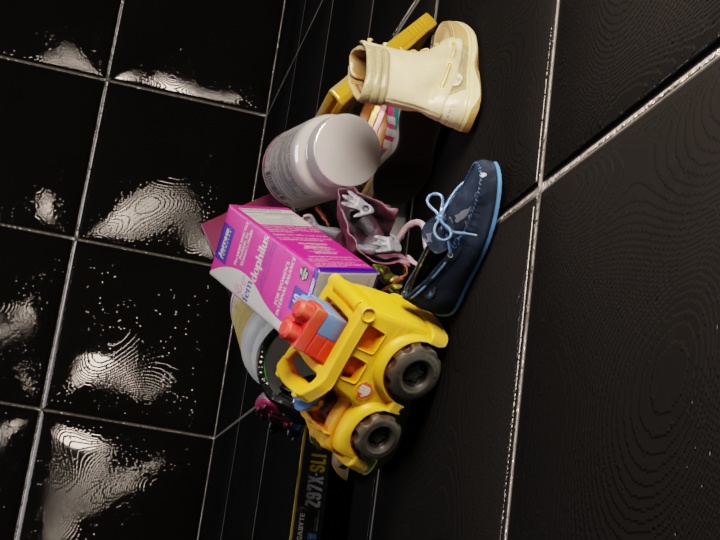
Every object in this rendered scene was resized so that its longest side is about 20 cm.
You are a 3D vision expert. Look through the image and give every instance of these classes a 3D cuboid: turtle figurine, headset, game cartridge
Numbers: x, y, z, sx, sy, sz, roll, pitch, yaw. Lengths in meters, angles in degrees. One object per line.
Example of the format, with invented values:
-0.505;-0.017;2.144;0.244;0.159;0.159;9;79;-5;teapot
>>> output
0.000;0.000;1.726;0.200;0.064;0.162;34;127;37;turtle figurine
-0.052;0.156;1.561;0.201;0.123;0.094;60;168;7;headset
0.014;-0.273;1.785;0.200;0.032;0.176;-40;-3;-21;game cartridge

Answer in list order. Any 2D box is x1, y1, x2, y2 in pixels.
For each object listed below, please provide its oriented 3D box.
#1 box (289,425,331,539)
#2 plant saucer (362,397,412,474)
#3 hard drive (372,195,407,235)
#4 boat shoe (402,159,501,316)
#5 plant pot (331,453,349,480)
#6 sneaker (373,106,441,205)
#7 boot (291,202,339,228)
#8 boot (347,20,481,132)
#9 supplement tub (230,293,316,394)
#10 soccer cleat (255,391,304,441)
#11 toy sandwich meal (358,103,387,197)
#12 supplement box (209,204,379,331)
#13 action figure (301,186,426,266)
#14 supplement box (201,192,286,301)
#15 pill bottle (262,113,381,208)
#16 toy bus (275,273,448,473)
-0.069;0.322;1.783;0.160;0.049;0.202;97;180;-73;box
0.034;0.162;1.560;0.200;0.031;0.202;-168;90;-80;plant saucer
0.029;-0.063;1.802;0.200;0.026;0.133;122;156;-61;hard drive
0.097;-0.030;1.333;0.084;0.068;0.201;-99;23;-58;boat shoe
-0.017;0.187;1.691;0.200;0.027;0.202;7;-90;-90;plant pot
0.060;-0.194;1.633;0.121;0.083;0.201;-90;15;-46;sneaker
-0.061;-0.057;1.927;0.204;0.073;0.155;-112;4;-88;boot
0.062;-0.253;1.494;0.201;0.154;0.073;-91;17;-45;boot
-0.099;0.082;1.688;0.200;0.144;0.146;-120;42;-65;supplement tub
-0.106;0.185;1.764;0.200;0.069;0.087;90;-159;-73;soccer cleat
0.003;-0.177;1.835;0.206;0.070;0.205;-63;9;18;toy sandwich meal
-0.085;0.004;1.522;0.200;0.103;0.102;36;115;43;supplement box
-0.002;-0.028;1.619;0.200;0.148;0.135;114;157;-60;action figure
-0.147;-0.003;1.857;0.201;0.130;0.104;76;169;-55;supplement box
-0.053;-0.149;1.664;0.200;0.113;0.114;174;107;-67;pill bottle
-0.027;0.108;1.406;0.201;0.191;0.136;-60;35;9;toy bus
